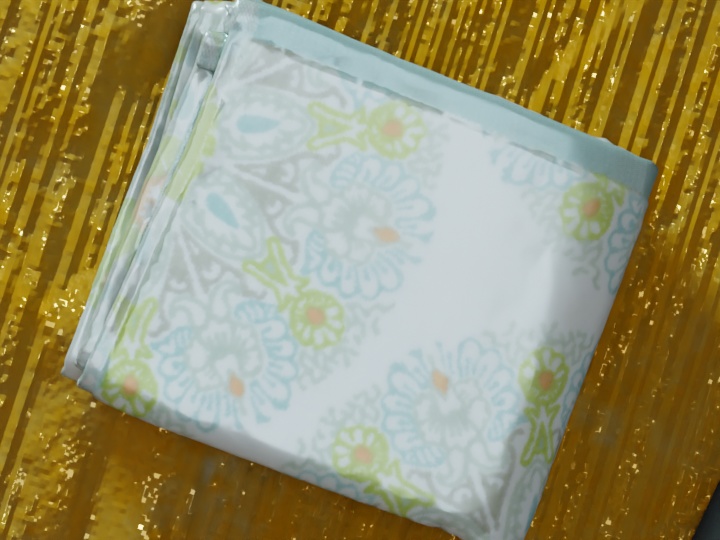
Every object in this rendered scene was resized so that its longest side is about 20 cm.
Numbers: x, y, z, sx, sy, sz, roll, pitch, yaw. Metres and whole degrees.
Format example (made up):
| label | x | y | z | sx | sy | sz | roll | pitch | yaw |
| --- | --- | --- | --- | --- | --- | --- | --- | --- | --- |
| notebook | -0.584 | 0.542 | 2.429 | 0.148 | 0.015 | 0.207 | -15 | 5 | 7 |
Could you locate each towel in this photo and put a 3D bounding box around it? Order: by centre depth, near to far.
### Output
| label | x | y | z | sx | sy | sz | roll | pitch | yaw |
| --- | --- | --- | --- | --- | --- | --- | --- | --- | --- |
| towel | 0.000 | 0.000 | 0.808 | 0.200 | 0.048 | 0.171 | 21 | 90 | -6 |

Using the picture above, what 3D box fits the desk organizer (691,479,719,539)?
| label | x | y | z | sx | sy | sz | roll | pitch | yaw |
| --- | --- | --- | --- | --- | --- | --- | --- | --- | --- |
| desk organizer | 0.173 | 0.135 | 0.814 | 0.077 | 0.072 | 0.200 | 27 | 87 | -8 |
